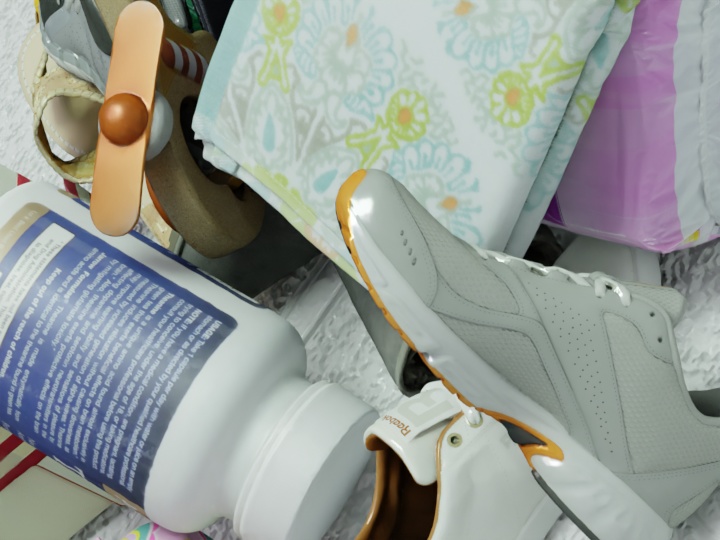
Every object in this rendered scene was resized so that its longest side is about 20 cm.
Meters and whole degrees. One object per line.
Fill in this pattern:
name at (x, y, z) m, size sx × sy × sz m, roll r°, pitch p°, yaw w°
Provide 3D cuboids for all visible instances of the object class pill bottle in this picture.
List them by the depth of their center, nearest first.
pill bottle at (-0.095, 0.051, 1.209) m, size 0.199 × 0.111 × 0.111 m, roll 30°, pitch 89°, yaw 15°

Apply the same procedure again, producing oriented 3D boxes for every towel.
towel at (0.021, -0.090, 1.086) m, size 0.171 × 0.048 × 0.201 m, roll 39°, pitch 123°, yaw 27°

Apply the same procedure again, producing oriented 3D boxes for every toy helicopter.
toy helicopter at (-0.102, -0.098, 1.202) m, size 0.078 × 0.201 × 0.132 m, roll -21°, pitch 10°, yaw 25°

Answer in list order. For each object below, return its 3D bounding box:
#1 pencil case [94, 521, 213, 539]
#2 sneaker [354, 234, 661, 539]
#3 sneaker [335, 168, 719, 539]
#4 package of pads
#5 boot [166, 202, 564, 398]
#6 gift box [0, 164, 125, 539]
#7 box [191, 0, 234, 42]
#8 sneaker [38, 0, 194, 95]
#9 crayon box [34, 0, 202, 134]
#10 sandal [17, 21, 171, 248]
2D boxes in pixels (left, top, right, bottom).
pencil case at (-0.062, 0.187, 1.162) m, size 0.088 × 0.087 × 0.200 m, roll -55°, pitch 36°, yaw 6°
sneaker at (0.057, 0.061, 1.106) m, size 0.073 × 0.084 × 0.201 m, roll 19°, pitch 79°, yaw 57°
sneaker at (0.075, 0.021, 1.033) m, size 0.092 × 0.200 × 0.076 m, roll -43°, pitch 15°, yaw 5°
package of pads at (0.071, -0.085, 1.128) m, size 0.199 × 0.075 × 0.121 m, roll 15°, pitch 116°, yaw 40°
boot at (-0.002, 0.000, 1.248) m, size 0.182 × 0.072 × 0.200 m, roll -48°, pitch 42°, yaw 15°
gift box at (-0.216, 0.035, 1.380) m, size 0.186 × 0.184 × 0.201 m, roll -38°, pitch 44°, yaw 31°
box at (-0.055, -0.220, 1.329) m, size 0.117 × 0.198 × 0.201 m, roll -19°, pitch 40°, yaw -2°
sneaker at (-0.123, -0.146, 1.344) m, size 0.075 × 0.116 × 0.200 m, roll -24°, pitch 38°, yaw -14°
crayon box at (-0.133, -0.171, 1.534) m, size 0.119 × 0.058 × 0.201 m, roll -41°, pitch 39°, yaw 26°
sandal at (-0.141, -0.078, 1.403) m, size 0.212 × 0.069 × 0.078 m, roll 46°, pitch 111°, yaw 32°
